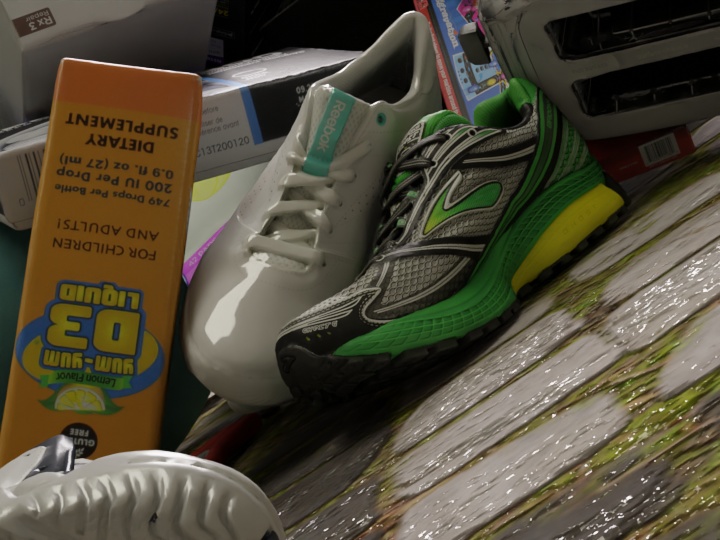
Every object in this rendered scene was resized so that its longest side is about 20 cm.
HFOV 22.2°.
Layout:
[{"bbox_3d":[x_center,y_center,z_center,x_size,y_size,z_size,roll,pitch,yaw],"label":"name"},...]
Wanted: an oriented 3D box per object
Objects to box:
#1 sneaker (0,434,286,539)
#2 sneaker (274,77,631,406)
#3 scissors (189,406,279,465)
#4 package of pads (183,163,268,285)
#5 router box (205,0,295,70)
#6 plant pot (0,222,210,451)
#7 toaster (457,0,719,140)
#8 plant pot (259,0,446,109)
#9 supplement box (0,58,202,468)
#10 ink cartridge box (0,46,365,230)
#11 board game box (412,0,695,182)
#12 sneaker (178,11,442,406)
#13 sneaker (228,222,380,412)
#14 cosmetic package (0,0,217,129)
[{"bbox_3d":[-0.074,0.080,0.525,0.199,0.079,0.130,-44,6,38],"label":"sneaker"},{"bbox_3d":[0.027,-0.012,0.763,0.078,0.085,0.200,-30,6,47],"label":"sneaker"},{"bbox_3d":[-0.059,0.077,0.930,0.073,0.014,0.200,-34,5,39],"label":"scissors"},{"bbox_3d":[-0.079,-0.036,1.180,0.200,0.068,0.154,-44,40,-12],"label":"package of pads"},{"bbox_3d":[-0.056,-0.192,1.124,0.149,0.051,0.200,95,-165,-53],"label":"router box"},{"bbox_3d":[-0.179,0.049,1.011,0.161,0.201,0.201,-30,2,-23],"label":"plant pot"},{"bbox_3d":[0.141,-0.141,0.824,0.200,0.114,0.129,-11,45,21],"label":"toaster"},{"bbox_3d":[0.092,-0.141,1.107,0.200,0.178,0.200,-34,4,21],"label":"plant pot"},{"bbox_3d":[-0.109,0.015,0.777,0.066,0.200,0.069,7,-17,-6],"label":"supplement box"},{"bbox_3d":[-0.106,-0.072,0.945,0.198,0.043,0.200,-18,11,-18],"label":"ink cartridge box"},{"bbox_3d":[0.090,-0.103,0.915,0.103,0.019,0.200,-22,40,7],"label":"board game box"},{"bbox_3d":[-0.019,-0.035,0.787,0.089,0.075,0.200,101,-167,-51],"label":"sneaker"},{"bbox_3d":[0.000,0.000,0.904,0.200,0.075,0.088,-40,-5,-43],"label":"sneaker"},{"bbox_3d":[-0.150,-0.119,1.016,0.113,0.081,0.200,-21,-20,-20],"label":"cosmetic package"}]
